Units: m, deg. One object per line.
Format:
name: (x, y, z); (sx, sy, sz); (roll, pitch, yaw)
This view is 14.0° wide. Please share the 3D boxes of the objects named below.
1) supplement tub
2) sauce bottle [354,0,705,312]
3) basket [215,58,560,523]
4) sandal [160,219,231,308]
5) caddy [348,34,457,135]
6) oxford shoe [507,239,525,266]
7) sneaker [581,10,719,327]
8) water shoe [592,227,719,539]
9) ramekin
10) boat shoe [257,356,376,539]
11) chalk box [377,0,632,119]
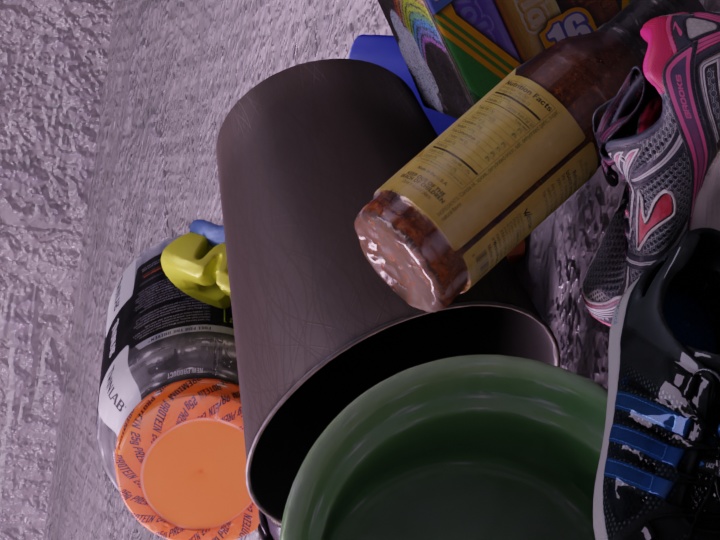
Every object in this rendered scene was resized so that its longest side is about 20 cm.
supplement tub: (-0.090, 0.069, 1.695); (0.200, 0.122, 0.123); (-94, 16, -66)
sauce bottle: (0.086, -0.063, 1.382); (0.066, 0.200, 0.066); (41, 157, 22)
basket: (0.000, 0.000, 1.489); (0.180, 0.136, 0.201); (-42, 44, 28)
sandal: (-0.008, -0.005, 1.613); (0.080, 0.199, 0.087); (69, -137, -70)
caddy: (0.057, -0.136, 1.643); (0.200, 0.104, 0.142); (-11, -72, -82)
oxford shoe: (0.053, 0.031, 1.664); (0.071, 0.072, 0.201); (118, 155, -56)
sneaker: (0.138, -0.049, 1.345); (0.200, 0.074, 0.081); (110, 161, -47)
water shoe: (0.143, 0.071, 1.268); (0.079, 0.071, 0.201); (117, 156, -50)
ramekin: (0.056, 0.148, 1.337); (0.098, 0.199, 0.201); (110, 163, -67)
boat shoe: (-0.025, 0.136, 1.576); (0.072, 0.065, 0.201); (31, 101, 43)
chalk box: (0.058, -0.191, 1.469); (0.201, 0.123, 0.125); (65, 173, -13)
